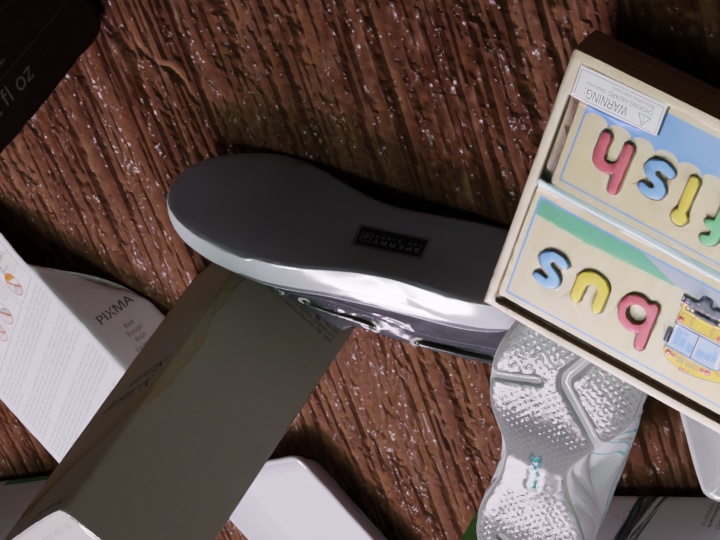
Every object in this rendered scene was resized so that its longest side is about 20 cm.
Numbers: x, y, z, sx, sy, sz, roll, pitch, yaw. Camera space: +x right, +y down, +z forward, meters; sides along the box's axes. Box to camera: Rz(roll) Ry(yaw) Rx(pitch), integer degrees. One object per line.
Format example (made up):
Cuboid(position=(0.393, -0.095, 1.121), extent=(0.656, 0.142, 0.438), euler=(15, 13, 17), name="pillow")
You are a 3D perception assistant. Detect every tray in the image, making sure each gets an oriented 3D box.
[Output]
Cuboid(position=(-0.005, 0.178, 1.310), extent=(0.107, 0.022, 0.200), euler=(-15, 123, 48), name="tray")

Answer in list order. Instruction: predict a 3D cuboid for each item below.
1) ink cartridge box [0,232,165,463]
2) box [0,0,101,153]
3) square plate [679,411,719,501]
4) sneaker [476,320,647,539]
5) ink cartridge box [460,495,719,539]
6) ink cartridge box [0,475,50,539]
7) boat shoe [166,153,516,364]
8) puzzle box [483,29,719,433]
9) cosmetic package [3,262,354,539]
Cuboid(position=(-0.171, 0.046, 1.287), extent=(0.200, 0.050, 0.162), euler=(49, 148, 11), name="ink cartridge box")
Cuboid(position=(-0.260, -0.138, 1.005), extent=(0.164, 0.166, 0.200), euler=(5, 137, 37), name="box")
Cuboid(position=(0.225, 0.047, 0.949), extent=(0.197, 0.028, 0.201), euler=(10, 139, 32), name="square plate")
Cuboid(position=(0.100, 0.061, 1.027), extent=(0.070, 0.080, 0.201), euler=(24, 138, 13), name="sneaker")
Cuboid(position=(0.159, 0.193, 1.133), extent=(0.199, 0.084, 0.146), euler=(-5, 131, 44), name="ink cartridge box")
Cuboid(position=(-0.195, 0.238, 1.488), extent=(0.146, 0.083, 0.200), euler=(-13, 125, 48), name="ink cartridge box")
Cuboid(position=(0.000, 0.000, 1.053), extent=(0.199, 0.070, 0.066), euler=(13, 140, 17), name="boat shoe")
Cuboid(position=(0.156, 0.004, 0.887), extent=(0.199, 0.025, 0.134), euler=(28, 126, 16), name="puzzle box")
Cuboid(position=(-0.088, 0.079, 1.097), extent=(0.073, 0.200, 0.103), euler=(41, 145, -10), name="cosmetic package")
